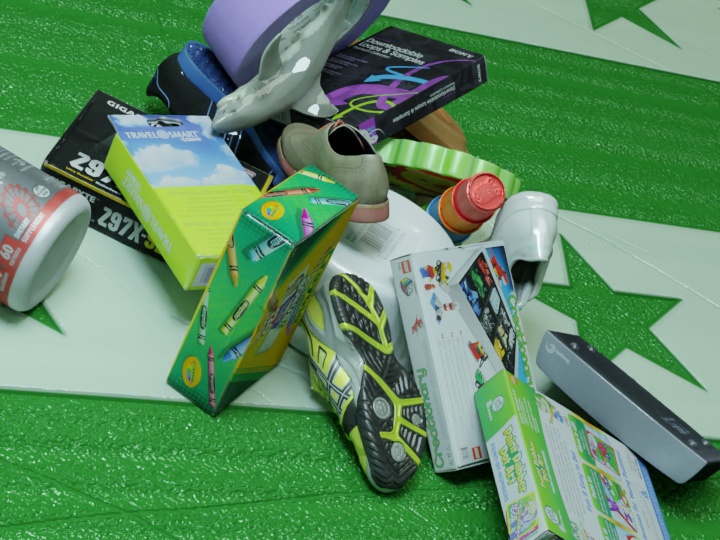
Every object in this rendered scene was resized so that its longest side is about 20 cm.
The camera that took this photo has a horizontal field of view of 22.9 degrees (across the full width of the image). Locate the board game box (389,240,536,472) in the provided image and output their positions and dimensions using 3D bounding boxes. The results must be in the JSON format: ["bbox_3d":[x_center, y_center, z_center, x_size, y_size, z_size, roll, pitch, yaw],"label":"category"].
[{"bbox_3d":[0.102,0.077,1.651,0.126,0.035,0.200,-8,84,-43],"label":"board game box"}]

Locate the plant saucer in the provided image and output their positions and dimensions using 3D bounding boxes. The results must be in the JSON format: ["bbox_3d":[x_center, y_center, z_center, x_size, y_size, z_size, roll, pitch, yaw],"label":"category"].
[{"bbox_3d":[0.049,-0.194,2.003,0.200,0.032,0.200,41,10,-9],"label":"plant saucer"}]

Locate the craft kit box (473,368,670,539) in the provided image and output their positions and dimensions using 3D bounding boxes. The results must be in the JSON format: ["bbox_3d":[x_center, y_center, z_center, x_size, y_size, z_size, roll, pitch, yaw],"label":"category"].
[{"bbox_3d":[0.198,0.207,1.584,0.197,0.049,0.200,36,26,-31],"label":"craft kit box"}]

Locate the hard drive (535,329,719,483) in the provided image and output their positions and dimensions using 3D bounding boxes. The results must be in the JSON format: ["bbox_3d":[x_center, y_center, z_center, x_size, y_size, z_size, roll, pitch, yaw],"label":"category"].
[{"bbox_3d":[0.263,0.135,1.741,0.200,0.042,0.135,40,10,20],"label":"hard drive"}]

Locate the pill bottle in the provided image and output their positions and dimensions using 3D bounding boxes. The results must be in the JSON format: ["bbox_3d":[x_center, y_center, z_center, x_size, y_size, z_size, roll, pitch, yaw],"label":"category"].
[{"bbox_3d":[-0.345,-0.061,1.541,0.200,0.116,0.116,30,33,5],"label":"pill bottle"}]

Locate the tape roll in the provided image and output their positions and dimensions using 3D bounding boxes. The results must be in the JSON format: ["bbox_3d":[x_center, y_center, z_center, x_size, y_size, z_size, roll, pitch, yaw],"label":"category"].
[{"bbox_3d":[-0.061,-0.268,1.813,0.200,0.200,0.066,-21,72,-49],"label":"tape roll"}]

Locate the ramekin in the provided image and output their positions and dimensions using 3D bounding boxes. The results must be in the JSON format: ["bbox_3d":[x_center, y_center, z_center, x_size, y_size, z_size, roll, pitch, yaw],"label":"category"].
[{"bbox_3d":[0.000,0.000,1.723,0.200,0.098,0.201,19,35,-14],"label":"ramekin"}]

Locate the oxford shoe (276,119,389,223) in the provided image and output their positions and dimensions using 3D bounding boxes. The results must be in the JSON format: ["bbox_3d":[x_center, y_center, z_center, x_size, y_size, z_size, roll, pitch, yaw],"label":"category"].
[{"bbox_3d":[-0.022,-0.112,1.692,0.070,0.075,0.200,-7,26,-27],"label":"oxford shoe"}]

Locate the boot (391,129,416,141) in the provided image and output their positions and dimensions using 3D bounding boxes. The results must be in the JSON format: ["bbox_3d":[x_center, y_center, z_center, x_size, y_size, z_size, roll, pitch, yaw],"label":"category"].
[{"bbox_3d":[-0.014,-0.196,2.013,0.200,0.070,0.146,35,21,-11],"label":"boot"}]

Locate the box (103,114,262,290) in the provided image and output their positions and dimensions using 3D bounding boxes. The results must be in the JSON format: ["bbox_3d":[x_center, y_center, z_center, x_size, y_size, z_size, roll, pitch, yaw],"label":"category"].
[{"bbox_3d":[-0.152,-0.066,1.660,0.122,0.048,0.200,-3,44,-39],"label":"box"}]

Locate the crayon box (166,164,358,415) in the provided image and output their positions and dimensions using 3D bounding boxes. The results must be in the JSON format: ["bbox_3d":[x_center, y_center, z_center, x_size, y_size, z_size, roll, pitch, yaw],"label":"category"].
[{"bbox_3d":[-0.086,0.017,1.545,0.058,0.200,0.119,34,34,12],"label":"crayon box"}]

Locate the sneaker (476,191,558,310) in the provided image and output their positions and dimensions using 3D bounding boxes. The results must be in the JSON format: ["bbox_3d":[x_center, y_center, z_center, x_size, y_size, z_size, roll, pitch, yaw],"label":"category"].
[{"bbox_3d":[0.145,0.011,1.747,0.075,0.200,0.089,3,58,-9],"label":"sneaker"}]

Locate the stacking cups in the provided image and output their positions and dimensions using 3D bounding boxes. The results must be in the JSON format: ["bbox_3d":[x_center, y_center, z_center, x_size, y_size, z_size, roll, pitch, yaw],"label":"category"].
[{"bbox_3d":[0.093,-0.053,1.780,0.060,0.200,0.061,2,79,-12],"label":"stacking cups"}]

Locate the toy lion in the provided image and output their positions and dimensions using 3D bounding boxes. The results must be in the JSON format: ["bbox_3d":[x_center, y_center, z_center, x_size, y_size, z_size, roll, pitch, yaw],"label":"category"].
[{"bbox_3d":[0.059,-0.106,1.843,0.200,0.069,0.192,18,-5,-14],"label":"toy lion"}]

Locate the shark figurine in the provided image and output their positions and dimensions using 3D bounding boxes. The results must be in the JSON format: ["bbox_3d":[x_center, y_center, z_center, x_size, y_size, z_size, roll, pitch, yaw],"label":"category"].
[{"bbox_3d":[-0.044,-0.200,1.743,0.090,0.214,0.128,45,9,7],"label":"shark figurine"}]

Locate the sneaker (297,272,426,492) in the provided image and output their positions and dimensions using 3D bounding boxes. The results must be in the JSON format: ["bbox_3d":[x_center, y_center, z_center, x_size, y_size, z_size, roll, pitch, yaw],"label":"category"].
[{"bbox_3d":[0.000,0.106,1.599,0.075,0.076,0.200,3,64,-42],"label":"sneaker"}]

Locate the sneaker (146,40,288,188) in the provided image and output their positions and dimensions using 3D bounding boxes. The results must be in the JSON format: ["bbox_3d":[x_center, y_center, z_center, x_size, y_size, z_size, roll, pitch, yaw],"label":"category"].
[{"bbox_3d":[-0.137,-0.143,1.853,0.200,0.078,0.070,49,30,-7],"label":"sneaker"}]

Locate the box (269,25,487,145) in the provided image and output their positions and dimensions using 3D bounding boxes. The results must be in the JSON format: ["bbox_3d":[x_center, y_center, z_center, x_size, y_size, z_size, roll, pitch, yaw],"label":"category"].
[{"bbox_3d":[0.013,-0.190,1.839,0.143,0.036,0.200,24,41,39],"label":"box"}]

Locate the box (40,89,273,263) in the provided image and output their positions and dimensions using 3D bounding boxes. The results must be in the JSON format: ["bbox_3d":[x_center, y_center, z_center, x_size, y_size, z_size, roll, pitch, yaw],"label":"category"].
[{"bbox_3d":[-0.200,-0.083,1.737,0.200,0.049,0.160,27,35,-3],"label":"box"}]
